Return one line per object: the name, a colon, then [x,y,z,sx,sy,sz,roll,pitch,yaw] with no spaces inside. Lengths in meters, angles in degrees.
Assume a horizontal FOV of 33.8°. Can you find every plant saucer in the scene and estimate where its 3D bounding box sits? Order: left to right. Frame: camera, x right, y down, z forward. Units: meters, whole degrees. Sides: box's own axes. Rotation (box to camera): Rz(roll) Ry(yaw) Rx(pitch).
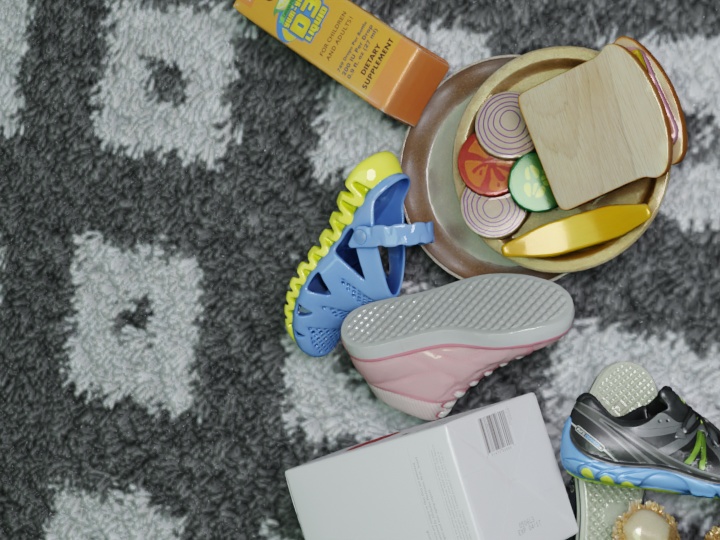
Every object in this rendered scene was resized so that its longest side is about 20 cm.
plant saucer: [0.130,-0.083,1.028,0.198,0.032,0.203,0,90,22]

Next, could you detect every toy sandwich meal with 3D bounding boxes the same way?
toy sandwich meal: [0.164,-0.093,0.961,0.203,0.070,0.208,0,91,22]

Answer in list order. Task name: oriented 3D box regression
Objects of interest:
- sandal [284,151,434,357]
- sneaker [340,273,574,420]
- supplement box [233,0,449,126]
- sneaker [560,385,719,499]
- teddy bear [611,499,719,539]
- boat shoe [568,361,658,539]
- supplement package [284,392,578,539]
sandal: [0.000,0.000,1.040,0.087,0.079,0.201,40,119,24]
sneaker: [0.090,0.069,1.019,0.198,0.076,0.105,-10,129,14]
supplement box: [-0.020,-0.208,1.054,0.200,0.069,0.067,38,104,29]
sneaker: [0.257,0.134,0.930,0.197,0.071,0.084,8,82,-4]
teddy bear: [0.263,0.265,0.930,0.067,0.199,0.146,-37,42,47]
boat shoe: [0.206,0.176,0.982,0.074,0.062,0.202,8,78,-3]
supplement package: [0.054,0.190,0.979,0.199,0.121,0.121,-24,81,43]
